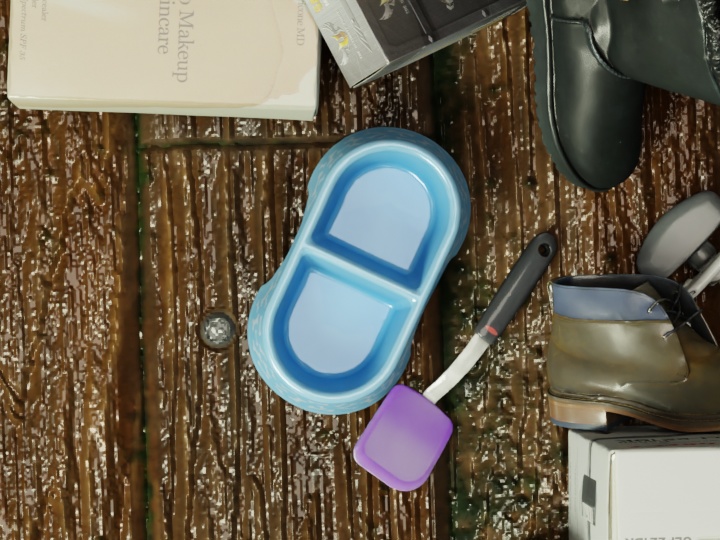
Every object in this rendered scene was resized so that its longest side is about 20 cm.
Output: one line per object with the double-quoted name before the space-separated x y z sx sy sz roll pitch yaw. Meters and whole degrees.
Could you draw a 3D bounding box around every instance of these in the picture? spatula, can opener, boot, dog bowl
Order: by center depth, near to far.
"boot" 0.187 -0.128 1.517 0.073 0.162 0.198 -32 122 -34
"boot" 0.204 0.049 1.546 0.200 0.075 0.097 -4 101 31
"dog bowl" 0.000 0.000 1.592 0.111 0.050 0.200 25 89 -2
"can opener" 0.271 -0.056 1.599 0.200 0.053 0.066 -43 91 -1
"spatula" 0.071 0.057 1.607 0.057 0.021 0.200 38 87 -18

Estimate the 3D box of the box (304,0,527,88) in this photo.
"box" 0.016 -0.236 1.552 0.158 0.048 0.200 -29 91 -35

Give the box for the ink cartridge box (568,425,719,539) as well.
"ink cartridge box" 0.214 0.144 1.525 0.144 0.200 0.084 -1 91 -2

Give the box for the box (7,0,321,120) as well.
"box" -0.125 -0.149 1.572 0.200 0.078 0.095 1 89 -2
